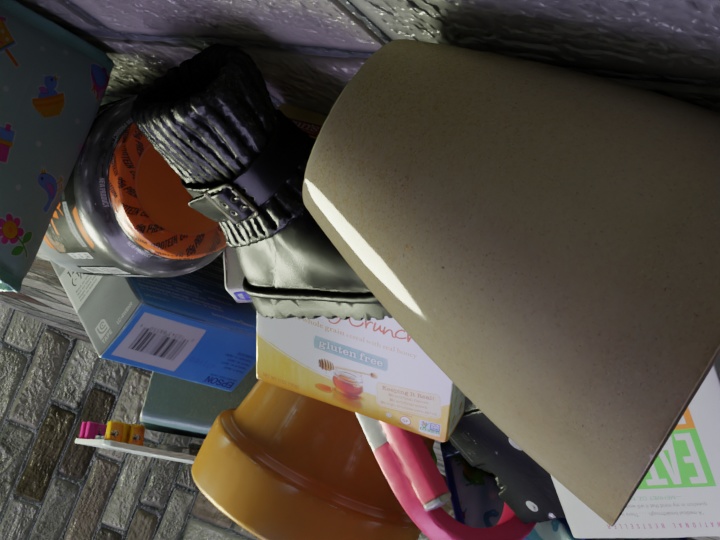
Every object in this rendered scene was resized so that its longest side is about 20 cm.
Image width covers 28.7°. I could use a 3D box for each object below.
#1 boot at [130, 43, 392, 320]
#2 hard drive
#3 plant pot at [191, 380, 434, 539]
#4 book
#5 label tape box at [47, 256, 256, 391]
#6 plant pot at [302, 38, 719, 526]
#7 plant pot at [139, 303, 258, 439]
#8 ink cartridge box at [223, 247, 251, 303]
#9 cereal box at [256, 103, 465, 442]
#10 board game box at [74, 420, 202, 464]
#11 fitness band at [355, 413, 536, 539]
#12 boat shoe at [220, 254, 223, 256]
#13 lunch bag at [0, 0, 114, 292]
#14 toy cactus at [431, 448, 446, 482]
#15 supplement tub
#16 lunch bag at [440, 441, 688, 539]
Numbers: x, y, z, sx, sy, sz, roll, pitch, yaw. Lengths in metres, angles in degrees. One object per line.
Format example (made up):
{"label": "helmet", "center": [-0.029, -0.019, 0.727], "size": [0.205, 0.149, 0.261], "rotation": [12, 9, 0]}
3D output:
{"label": "boot", "center": [-0.025, -0.054, 0.772], "size": [0.210, 0.079, 0.159], "rotation": [-8, 119, 40]}
{"label": "hard drive", "center": [0.129, 0.098, 0.933], "size": [0.140, 0.038, 0.200], "rotation": [47, 150, -8]}
{"label": "plant pot", "center": [-0.014, 0.129, 1.183], "size": [0.199, 0.184, 0.200], "rotation": [26, -174, -3]}
{"label": "book", "center": [0.149, 0.051, 0.784], "size": [0.133, 0.048, 0.201], "rotation": [-10, 106, 47]}
{"label": "label tape box", "center": [-0.178, 0.000, 1.157], "size": [0.143, 0.066, 0.200], "rotation": [20, -156, -46]}
{"label": "plant pot", "center": [0.080, -0.019, 0.643], "size": [0.199, 0.188, 0.187], "rotation": [33, 172, 15]}
{"label": "plant pot", "center": [-0.095, 0.084, 1.390], "size": [0.198, 0.197, 0.196], "rotation": [16, 170, -4]}
{"label": "ink cartridge box", "center": [0.000, 0.000, 1.056], "size": [0.198, 0.044, 0.198], "rotation": [0, 176, -3]}
{"label": "cereal box", "center": [0.003, 0.004, 0.889], "size": [0.143, 0.040, 0.201], "rotation": [17, 129, 19]}
{"label": "board game box", "center": [-0.175, 0.180, 1.417], "size": [0.198, 0.026, 0.200], "rotation": [12, 170, -18]}
{"label": "fitness band", "center": [0.065, 0.114, 1.043], "size": [0.037, 0.201, 0.143], "rotation": [-36, 164, 37]}
{"label": "boat shoe", "center": [-0.167, -0.057, 1.118], "size": [0.199, 0.076, 0.060], "rotation": [27, 162, -24]}
{"label": "lunch bag", "center": [-0.276, -0.100, 0.859], "size": [0.199, 0.171, 0.122], "rotation": [32, 160, -34]}
{"label": "toy cactus", "center": [0.077, 0.125, 1.303], "size": [0.200, 0.165, 0.102], "rotation": [42, 169, 15]}
{"label": "supplement tub", "center": [-0.155, -0.057, 0.969], "size": [0.122, 0.123, 0.200], "rotation": [26, 167, -26]}
{"label": "lunch bag", "center": [0.168, 0.211, 1.149], "size": [0.169, 0.128, 0.200], "rotation": [26, -164, -34]}
